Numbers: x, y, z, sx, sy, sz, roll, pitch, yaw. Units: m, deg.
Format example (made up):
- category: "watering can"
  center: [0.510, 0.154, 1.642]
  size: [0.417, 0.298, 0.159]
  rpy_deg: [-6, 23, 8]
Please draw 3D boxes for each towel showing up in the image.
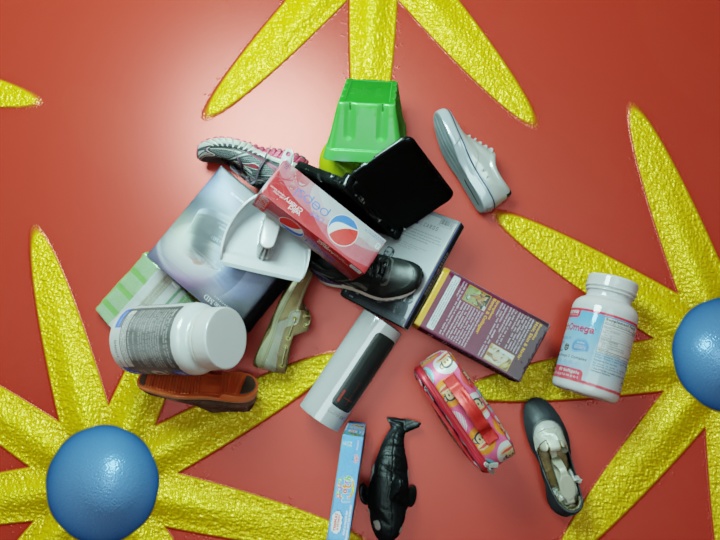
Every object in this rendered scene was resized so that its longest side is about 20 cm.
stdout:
- category: "towel"
  center: [-0.351, 0.087, 1.163]
  size: [0.149, 0.031, 0.200]
  rpy_deg: [-45, 81, 8]

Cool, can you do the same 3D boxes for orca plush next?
- category: "orca plush"
  center: [0.066, 0.345, 1.098]
  size: [0.105, 0.071, 0.201]
  rpy_deg: [29, 69, -15]

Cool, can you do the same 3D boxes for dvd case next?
- category: "dvd case"
  center: [0.069, -0.016, 1.141]
  size: [0.150, 0.025, 0.200]
  rpy_deg: [26, 83, 37]

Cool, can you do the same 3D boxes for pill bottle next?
- category: "pill bottle"
  center: [0.398, 0.111, 1.111]
  size: [0.108, 0.109, 0.201]
  rpy_deg: [16, 83, 3]
- category: "pill bottle"
  center: [-0.286, 0.108, 1.050]
  size: [0.199, 0.114, 0.114]
  rpy_deg: [-4, 82, 30]

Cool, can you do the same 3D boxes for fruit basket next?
- category: "fruit basket"
  center: [0.001, -0.210, 1.141]
  size: [0.155, 0.216, 0.217]
  rpy_deg: [4, 83, 3]

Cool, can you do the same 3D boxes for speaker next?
- category: "speaker"
  center: [-0.017, 0.169, 1.130]
  size: [0.081, 0.081, 0.200]
  rpy_deg: [34, 84, 5]

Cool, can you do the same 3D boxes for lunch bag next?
- category: "lunch bag"
  center: [0.167, 0.223, 1.069]
  size: [0.082, 0.176, 0.200]
  rpy_deg: [-34, 83, -3]

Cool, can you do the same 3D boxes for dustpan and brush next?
- category: "dustpan and brush"
  center: [-0.135, -0.096, 1.054]
  size: [0.139, 0.057, 0.201]
  rpy_deg: [13, 68, -5]

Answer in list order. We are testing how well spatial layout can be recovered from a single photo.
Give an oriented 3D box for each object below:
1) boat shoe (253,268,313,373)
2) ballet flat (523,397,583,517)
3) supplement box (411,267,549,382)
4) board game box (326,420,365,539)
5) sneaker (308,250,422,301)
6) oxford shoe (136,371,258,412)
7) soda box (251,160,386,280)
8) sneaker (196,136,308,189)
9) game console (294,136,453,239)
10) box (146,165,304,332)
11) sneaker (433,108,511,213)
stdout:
- category: "boat shoe"
  center: [-0.118, 0.085, 1.137]
  size: [0.066, 0.074, 0.200]
  rpy_deg: [24, 107, -5]
- category: "ballet flat"
  center: [0.326, 0.311, 1.109]
  size: [0.073, 0.073, 0.201]
  rpy_deg: [-14, 82, 0]
- category: "supplement box"
  center: [0.200, 0.093, 1.129]
  size: [0.200, 0.086, 0.111]
  rpy_deg: [29, 84, 5]
- category: "board game box"
  center: [-0.019, 0.324, 1.049]
  size: [0.036, 0.200, 0.152]
  rpy_deg: [8, 83, 3]
- category: "sneaker"
  center: [0.000, 0.000, 1.096]
  size: [0.199, 0.088, 0.076]
  rpy_deg: [5, 73, 24]
- category: "oxford shoe"
  center: [-0.276, 0.210, 1.124]
  size: [0.199, 0.073, 0.071]
  rpy_deg: [10, 40, -6]
- category: "soda box"
  center: [-0.063, -0.074, 1.020]
  size: [0.200, 0.063, 0.070]
  rpy_deg: [38, 69, -10]
- category: "sneaker"
  center: [-0.195, -0.186, 1.178]
  size: [0.199, 0.081, 0.075]
  rpy_deg: [13, 85, 3]
- category: "game console"
  center: [0.025, -0.145, 1.083]
  size: [0.176, 0.200, 0.117]
  rpy_deg: [26, 83, 35]
- category: "box"
  center: [-0.214, -0.031, 1.139]
  size: [0.200, 0.123, 0.199]
  rpy_deg: [38, 87, 6]
- category: "sneaker"
  center: [0.198, -0.201, 1.181]
  size: [0.071, 0.073, 0.200]
  rpy_deg: [-28, 92, -11]
